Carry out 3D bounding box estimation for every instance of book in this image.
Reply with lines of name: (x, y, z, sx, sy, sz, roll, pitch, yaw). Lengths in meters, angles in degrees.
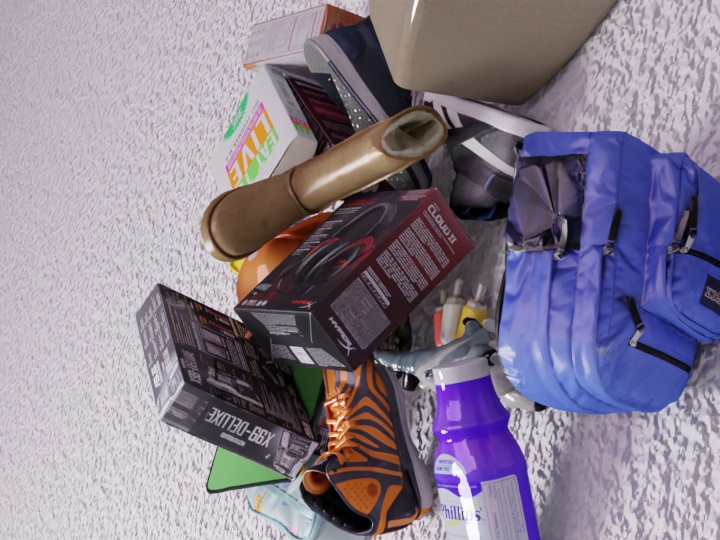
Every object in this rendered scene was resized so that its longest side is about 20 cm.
book: (-0.104, -0.126, 1.779, 0.134, 0.048, 0.200, -61, 25, 18)

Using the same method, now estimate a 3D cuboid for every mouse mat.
mouse mat: (-0.095, 0.151, 1.713, 0.200, 0.008, 0.161, -19, 50, 56)

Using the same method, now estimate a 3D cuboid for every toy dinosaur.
toy dinosaur: (0.031, 0.067, 1.600, 0.200, 0.047, 0.088, 137, 152, -64)

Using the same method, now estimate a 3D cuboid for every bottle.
bottle: (0.101, 0.174, 1.358, 0.084, 0.065, 0.200, -7, 94, 59)

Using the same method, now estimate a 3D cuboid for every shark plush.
shark plush: (0.099, 0.078, 1.465, 0.200, 0.091, 0.083, -19, 44, 50)

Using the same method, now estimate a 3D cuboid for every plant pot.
plant pot: (0.107, -0.270, 1.536, 0.200, 0.200, 0.177, -106, 30, -47)

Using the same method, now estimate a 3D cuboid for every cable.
cable: (0.080, 0.109, 1.524, 0.097, 0.050, 0.200, -12, 64, 63)

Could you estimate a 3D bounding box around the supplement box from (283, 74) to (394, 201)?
supplement box: (-0.022, -0.138, 1.795, 0.061, 0.109, 0.200, -65, 27, 19)

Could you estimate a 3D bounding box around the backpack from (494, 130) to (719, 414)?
backpack: (0.191, 0.009, 1.238, 0.168, 0.162, 0.200, 3, 76, 43)

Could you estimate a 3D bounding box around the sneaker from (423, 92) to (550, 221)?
sneaker: (0.100, -0.108, 1.578, 0.200, 0.073, 0.112, 33, 107, 62)

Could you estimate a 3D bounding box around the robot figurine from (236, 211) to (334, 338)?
robot figurine: (-0.049, 0.006, 1.687, 0.144, 0.200, 0.117, -12, 101, 33)

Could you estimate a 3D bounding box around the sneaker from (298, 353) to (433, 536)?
sneaker: (-0.013, 0.153, 1.536, 0.078, 0.112, 0.200, -40, 71, 49)

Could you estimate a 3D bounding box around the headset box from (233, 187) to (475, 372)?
headset box: (0.000, 0.000, 1.546, 0.200, 0.075, 0.149, -44, 23, -24)

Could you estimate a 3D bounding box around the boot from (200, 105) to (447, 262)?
boot: (-0.039, -0.086, 1.563, 0.200, 0.175, 0.066, -23, 101, 45)

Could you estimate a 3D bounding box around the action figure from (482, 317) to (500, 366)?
action figure: (0.155, -0.008, 1.378, 0.118, 0.055, 0.200, 78, -150, -43)

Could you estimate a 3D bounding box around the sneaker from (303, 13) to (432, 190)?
sneaker: (0.054, -0.183, 1.694, 0.202, 0.146, 0.077, 58, 158, 11)

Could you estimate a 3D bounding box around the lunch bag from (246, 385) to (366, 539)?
lunch bag: (-0.048, 0.201, 1.698, 0.200, 0.077, 0.161, 16, 90, 65)

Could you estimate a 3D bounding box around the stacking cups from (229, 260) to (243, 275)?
stacking cups: (-0.088, -0.080, 1.964, 0.200, 0.060, 0.061, -63, 28, 12)

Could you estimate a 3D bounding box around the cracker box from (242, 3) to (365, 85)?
cracker box: (-0.029, -0.241, 1.834, 0.200, 0.134, 0.058, 4, 79, 63)

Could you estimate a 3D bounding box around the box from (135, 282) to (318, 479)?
box: (-0.137, 0.108, 1.645, 0.050, 0.158, 0.200, -54, 29, 17)
